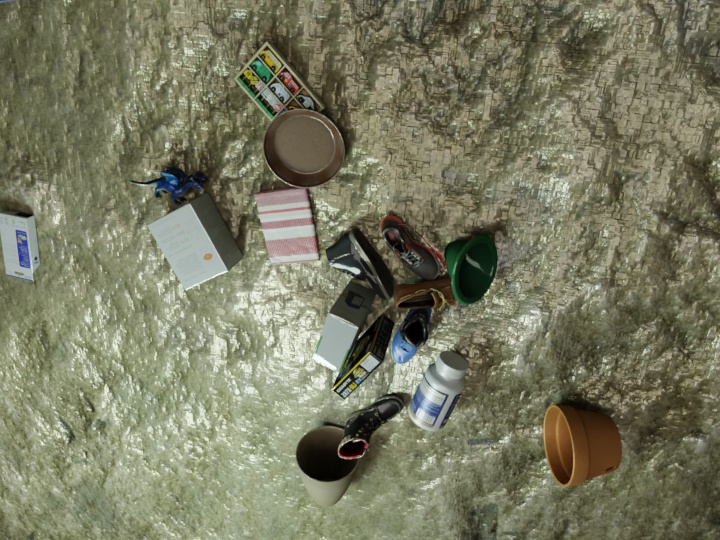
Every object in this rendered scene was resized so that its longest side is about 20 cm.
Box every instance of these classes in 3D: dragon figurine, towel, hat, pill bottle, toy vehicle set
[{"bbox_3d":[-0.499,-0.236,1.553,0.198,0.059,0.100,22,115,4],"label":"dragon figurine"},{"bbox_3d":[-0.188,-0.115,1.549,0.142,0.023,0.202,-4,112,13],"label":"towel"},{"bbox_3d":[0.221,-0.036,1.470,0.175,0.165,0.202,25,135,45],"label":"hat"},{"bbox_3d":[0.210,0.317,1.578,0.110,0.111,0.202,22,115,4],"label":"pill bottle"},{"bbox_3d":[-0.192,-0.425,1.418,0.124,0.027,0.200,-39,99,24],"label":"toy vehicle set"}]

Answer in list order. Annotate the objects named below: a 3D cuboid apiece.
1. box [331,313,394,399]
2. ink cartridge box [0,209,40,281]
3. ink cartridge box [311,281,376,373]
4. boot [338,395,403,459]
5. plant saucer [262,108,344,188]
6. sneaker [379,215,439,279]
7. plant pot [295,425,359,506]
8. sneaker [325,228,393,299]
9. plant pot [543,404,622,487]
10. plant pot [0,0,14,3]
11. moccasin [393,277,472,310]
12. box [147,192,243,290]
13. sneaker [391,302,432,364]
[{"bbox_3d":[0.010,0.221,1.539,0.049,0.200,0.160,37,116,-5],"label":"box"},{"bbox_3d":[-1.009,-0.074,1.757,0.098,0.039,0.202,12,113,9],"label":"ink cartridge box"},{"bbox_3d":[-0.039,0.140,1.518,0.087,0.200,0.147,24,117,6],"label":"ink cartridge box"},{"bbox_3d":[0.026,0.437,1.650,0.199,0.151,0.074,-27,104,22],"label":"boot"},{"bbox_3d":[-0.135,-0.297,1.432,0.198,0.037,0.202,1,125,1],"label":"plant saucer"},{"bbox_3d":[0.115,-0.042,1.468,0.200,0.082,0.077,44,114,-10],"label":"sneaker"},{"bbox_3d":[-0.099,0.597,1.747,0.185,0.188,0.202,12,128,9],"label":"plant pot"},{"bbox_3d":[0.000,0.000,1.528,0.106,0.075,0.201,-31,93,28],"label":"sneaker"},{"bbox_3d":[0.567,0.439,1.508,0.138,0.200,0.203,-3,112,-3],"label":"plant pot"},{"bbox_3d":[-0.769,-0.719,1.351,0.197,0.201,0.182,0,119,14],"label":"plant pot"},{"bbox_3d":[0.183,0.063,1.481,0.199,0.078,0.074,-1,130,-6],"label":"moccasin"},{"bbox_3d":[-0.435,-0.076,1.577,0.151,0.106,0.202,-21,105,20],"label":"box"},{"bbox_3d":[0.126,0.179,1.542,0.076,0.111,0.201,26,116,2],"label":"sneaker"}]
